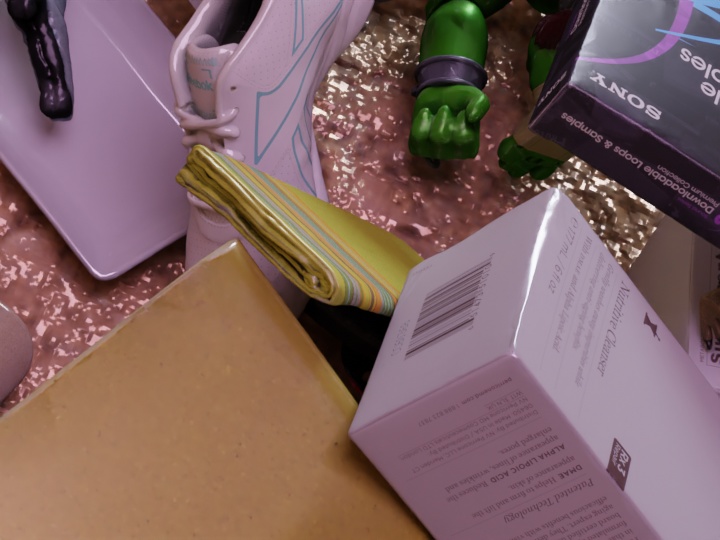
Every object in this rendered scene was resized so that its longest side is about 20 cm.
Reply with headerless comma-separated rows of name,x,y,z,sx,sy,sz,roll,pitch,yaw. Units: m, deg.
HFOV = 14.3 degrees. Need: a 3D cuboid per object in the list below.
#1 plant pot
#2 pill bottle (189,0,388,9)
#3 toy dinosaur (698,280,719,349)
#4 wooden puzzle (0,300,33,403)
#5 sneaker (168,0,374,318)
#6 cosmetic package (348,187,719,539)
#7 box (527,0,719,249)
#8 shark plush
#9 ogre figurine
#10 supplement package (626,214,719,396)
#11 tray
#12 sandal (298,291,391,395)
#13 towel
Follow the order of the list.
plant pot,-0.071,0.150,1.079,0.194,0.196,0.200,-39,83,-30
pill bottle,0.016,-0.180,1.279,0.199,0.116,0.117,-11,57,21
toy dinosaur,0.192,0.004,1.190,0.101,0.058,0.201,0,55,-31
wooden puzzle,-0.264,0.033,1.173,0.200,0.046,0.185,41,59,4
sneaker,-0.052,-0.062,1.207,0.070,0.201,0.080,13,7,35
cosmetic package,0.093,0.086,1.077,0.200,0.081,0.113,49,32,-20
box,0.157,-0.090,1.178,0.143,0.036,0.200,31,45,-8
shark plush,-0.135,-0.168,1.286,0.083,0.091,0.201,16,47,-42
ogre figurine,0.113,-0.121,1.329,0.199,0.098,0.120,-21,63,12
supplement package,0.220,0.047,1.260,0.199,0.110,0.114,13,58,-8
tray,-0.136,-0.088,1.289,0.107,0.022,0.200,-31,73,-29
sandal,0.035,0.049,1.235,0.200,0.045,0.075,39,36,25
towel,0.000,0.000,1.147,0.086,0.200,0.018,44,99,24
